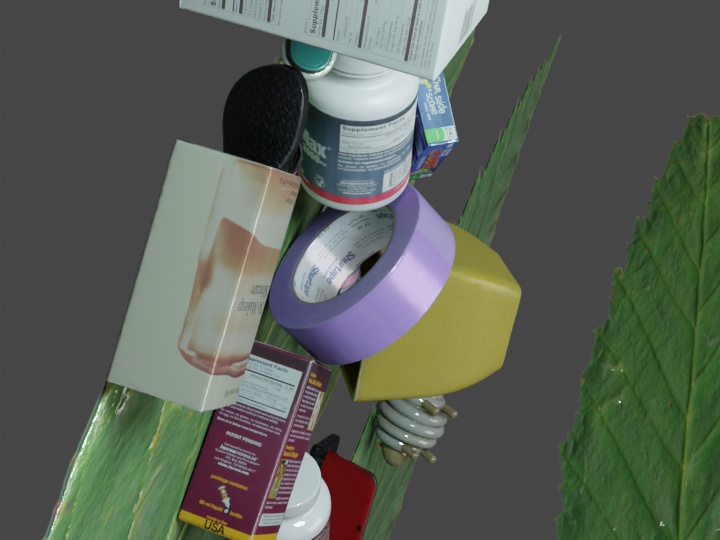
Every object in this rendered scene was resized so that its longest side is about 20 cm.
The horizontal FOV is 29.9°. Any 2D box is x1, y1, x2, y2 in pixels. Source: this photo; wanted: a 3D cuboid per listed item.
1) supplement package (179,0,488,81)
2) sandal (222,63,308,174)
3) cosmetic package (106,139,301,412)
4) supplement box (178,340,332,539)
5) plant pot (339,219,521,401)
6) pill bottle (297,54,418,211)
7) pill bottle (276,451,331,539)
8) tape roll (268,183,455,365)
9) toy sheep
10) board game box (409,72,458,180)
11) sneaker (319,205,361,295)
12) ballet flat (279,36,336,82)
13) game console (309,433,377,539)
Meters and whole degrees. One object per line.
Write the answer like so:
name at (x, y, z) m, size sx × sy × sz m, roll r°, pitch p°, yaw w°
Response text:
supplement package at (-0.006, -0.257, 0.982) m, size 0.152 × 0.200 × 0.151 m, roll -56°, pitch 160°, yaw -54°
sandal at (-0.084, -0.098, 1.166) m, size 0.045 × 0.075 × 0.200 m, roll -35°, pitch 152°, yaw -45°
cosmetic package at (-0.124, 0.005, 1.091) m, size 0.103 × 0.087 × 0.200 m, roll -2°, pitch 109°, yaw -79°
supplement box at (-0.108, 0.181, 1.426) m, size 0.110 × 0.086 × 0.200 m, roll 43°, pitch 65°, yaw -77°
plant pot at (0.085, 0.043, 1.692) m, size 0.194 × 0.200 × 0.196 m, roll -114°, pitch -147°, yaw -62°
pill bottle at (-0.003, -0.167, 1.334) m, size 0.200 × 0.119 × 0.120 m, roll 94°, pitch 18°, yaw -48°
pill bottle at (-0.092, 0.302, 1.615) m, size 0.200 × 0.113 × 0.113 m, roll 95°, pitch 17°, yaw -48°
tape roll at (0.000, 0.000, 1.409) m, size 0.066 × 0.200 × 0.200 m, roll 46°, pitch 51°, yaw -29°
toy sheep at (0.095, 0.257, 2.390) m, size 0.200 × 0.138 × 0.138 m, roll -63°, pitch 170°, yaw 7°
board game box at (0.051, -0.208, 1.418) m, size 0.135 × 0.034 × 0.200 m, roll 131°, pitch -52°, yaw -76°
sneaker at (-0.035, -0.021, 1.572) m, size 0.082 × 0.070 × 0.200 m, roll 13°, pitch 91°, yaw -62°
ballet flat at (-0.034, -0.263, 1.206) m, size 0.069 × 0.069 × 0.200 m, roll 47°, pitch 56°, yaw -77°
game console at (-0.036, 0.358, 1.951) m, size 0.172 × 0.118 × 0.200 m, roll -12°, pitch 119°, yaw -77°
